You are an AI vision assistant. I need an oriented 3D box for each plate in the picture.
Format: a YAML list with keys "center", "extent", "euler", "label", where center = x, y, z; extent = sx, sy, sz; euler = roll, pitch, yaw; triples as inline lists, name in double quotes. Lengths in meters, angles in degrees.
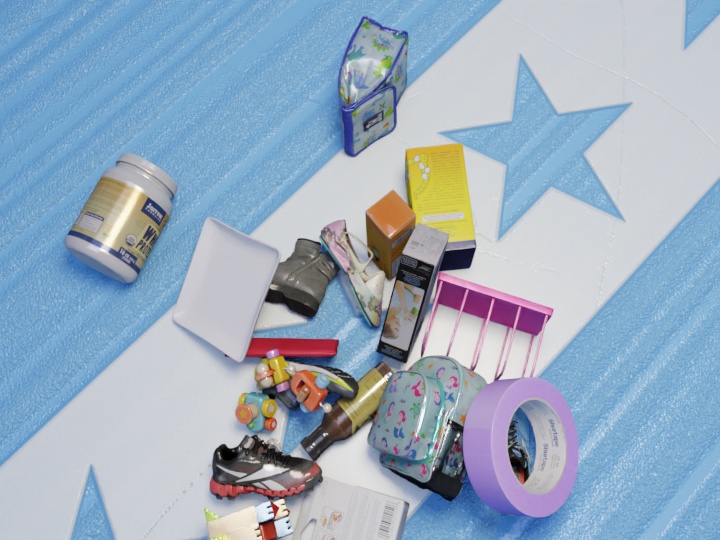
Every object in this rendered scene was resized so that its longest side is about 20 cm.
- center: [-0.233, 0.030, 1.293]
  extent: [0.197, 0.032, 0.205]
  euler: [23, 95, 34]
  label: "plate"

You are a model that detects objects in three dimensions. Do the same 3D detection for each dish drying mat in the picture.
- center: [-0.137, 0.138, 1.295]
  extent: [0.194, 0.077, 0.019]
  euler: [1, 101, 3]
  label: "dish drying mat"

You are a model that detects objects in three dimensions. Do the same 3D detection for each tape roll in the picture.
- center: [0.248, 0.269, 1.125]
  extent: [0.196, 0.065, 0.207]
  euler: [8, 76, -35]
  label: "tape roll"

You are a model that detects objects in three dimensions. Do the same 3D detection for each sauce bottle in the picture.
- center: [-0.017, 0.243, 1.255]
  extent: [0.199, 0.065, 0.065]
  euler: [-40, 74, -8]
  label: "sauce bottle"

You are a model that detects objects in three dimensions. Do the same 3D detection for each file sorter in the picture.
- center: [0.207, 0.111, 1.248]
  extent: [0.195, 0.139, 0.128]
  euler: [17, 74, 9]
  label: "file sorter"

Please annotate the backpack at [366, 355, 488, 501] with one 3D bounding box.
- center: [0.113, 0.237, 1.181]
  extent: [0.149, 0.176, 0.204]
  euler: [35, 73, -23]
  label: "backpack"

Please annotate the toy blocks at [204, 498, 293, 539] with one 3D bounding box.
- center: [-0.168, 0.406, 1.150]
  extent: [0.133, 0.201, 0.102]
  euler: [-15, 69, -15]
  label: "toy blocks"

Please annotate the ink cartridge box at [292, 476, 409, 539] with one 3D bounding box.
- center: [-0.027, 0.455, 1.195]
  extent: [0.169, 0.044, 0.205]
  euler: [10, 72, 22]
  label: "ink cartridge box"

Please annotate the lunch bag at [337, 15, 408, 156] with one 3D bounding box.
- center: [0.015, -0.340, 1.393]
  extent: [0.125, 0.171, 0.204]
  euler: [23, 73, 11]
  label: "lunch bag"

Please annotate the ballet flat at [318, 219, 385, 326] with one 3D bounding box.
- center: [0.000, 0.000, 1.308]
  extent: [0.070, 0.069, 0.203]
  euler: [-30, 89, 11]
  label: "ballet flat"

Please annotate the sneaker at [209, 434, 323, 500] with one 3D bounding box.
- center: [-0.159, 0.322, 1.209]
  extent: [0.194, 0.071, 0.101]
  euler: [-3, 103, 10]
  label: "sneaker"

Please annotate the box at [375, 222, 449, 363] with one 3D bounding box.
- center: [0.087, 0.039, 1.234]
  extent: [0.059, 0.204, 0.117]
  euler: [19, 32, 9]
  label: "box"

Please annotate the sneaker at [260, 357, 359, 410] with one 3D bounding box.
- center: [-0.090, 0.202, 1.258]
  extent: [0.195, 0.073, 0.084]
  euler: [5, 84, 31]
  label: "sneaker"

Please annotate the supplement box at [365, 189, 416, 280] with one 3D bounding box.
- center: [0.052, -0.057, 1.280]
  extent: [0.068, 0.201, 0.067]
  euler: [-38, 73, -14]
  label: "supplement box"

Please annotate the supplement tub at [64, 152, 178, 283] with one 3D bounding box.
- center: [-0.435, -0.097, 1.347]
  extent: [0.141, 0.145, 0.204]
  euler: [22, 74, 10]
  label: "supplement tub"

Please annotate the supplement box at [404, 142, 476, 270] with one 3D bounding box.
- center: [0.143, -0.113, 1.342]
  extent: [0.106, 0.109, 0.206]
  euler: [-5, 71, 1]
  label: "supplement box"

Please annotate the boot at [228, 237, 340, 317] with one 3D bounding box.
- center: [-0.137, -0.005, 1.355]
  extent: [0.195, 0.068, 0.133]
  euler: [22, 62, 10]
  label: "boot"

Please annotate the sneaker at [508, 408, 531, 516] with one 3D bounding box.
- center: [0.255, 0.295, 1.208]
  extent: [0.076, 0.090, 0.206]
  euler: [-6, 71, 1]
  label: "sneaker"

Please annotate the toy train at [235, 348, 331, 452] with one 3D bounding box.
- center: [-0.139, 0.223, 1.215]
  extent: [0.151, 0.055, 0.202]
  euler: [48, 119, 21]
  label: "toy train"
